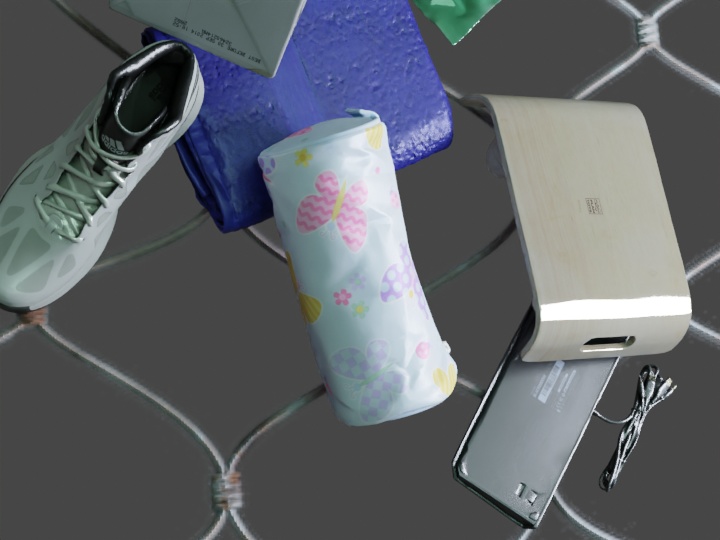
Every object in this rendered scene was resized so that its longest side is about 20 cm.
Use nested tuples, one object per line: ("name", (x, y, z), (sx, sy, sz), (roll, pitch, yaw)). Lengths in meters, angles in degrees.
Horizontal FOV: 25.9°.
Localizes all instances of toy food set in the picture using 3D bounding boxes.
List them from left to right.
("toy food set", (0.153, -0.035, 1.139), (0.142, 0.060, 0.203), (0, 70, -32))

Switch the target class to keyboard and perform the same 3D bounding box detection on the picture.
("keyboard", (0.154, 0.095, 1.132), (0.126, 0.021, 0.201), (34, 67, -6))

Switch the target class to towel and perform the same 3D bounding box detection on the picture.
("towel", (-0.042, -0.122, 1.087), (0.198, 0.049, 0.149), (-22, 89, -25))

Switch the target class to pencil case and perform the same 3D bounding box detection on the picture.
("pencil case", (0.000, 0.000, 1.024), (0.090, 0.083, 0.202), (-19, 101, -8))

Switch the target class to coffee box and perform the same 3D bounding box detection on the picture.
("coffee box", (-0.075, -0.223, 1.016), (0.112, 0.080, 0.201), (22, 36, -5))

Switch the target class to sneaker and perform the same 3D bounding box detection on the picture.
("sneaker", (-0.169, -0.065, 0.957), (0.075, 0.115, 0.201), (36, 82, -2))

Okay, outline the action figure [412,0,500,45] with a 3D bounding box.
("action figure", (0.106, -0.264, 1.185), (0.199, 0.055, 0.119), (-35, 90, -31))
